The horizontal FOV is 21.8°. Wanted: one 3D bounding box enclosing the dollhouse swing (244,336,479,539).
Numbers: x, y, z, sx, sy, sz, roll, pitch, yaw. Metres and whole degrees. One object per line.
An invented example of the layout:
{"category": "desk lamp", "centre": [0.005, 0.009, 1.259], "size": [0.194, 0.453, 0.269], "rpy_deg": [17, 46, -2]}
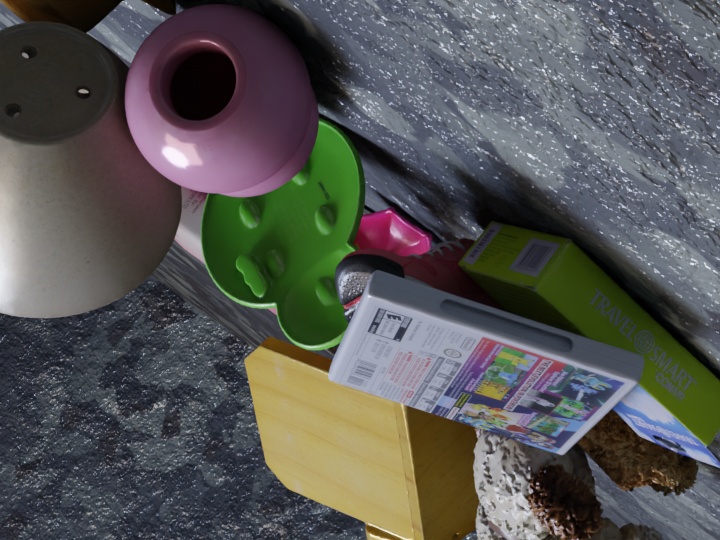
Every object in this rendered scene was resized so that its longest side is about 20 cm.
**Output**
{"category": "dollhouse swing", "centre": [0.029, 0.118, 1.631], "size": [0.176, 0.182, 0.200], "rpy_deg": [32, 144, 42]}

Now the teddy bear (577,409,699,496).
{"category": "teddy bear", "centre": [0.218, 0.136, 1.547], "size": [0.145, 0.067, 0.200], "rpy_deg": [44, -178, 22]}

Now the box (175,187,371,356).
{"category": "box", "centre": [-0.075, -0.032, 1.668], "size": [0.200, 0.109, 0.128], "rpy_deg": [34, 171, 24]}

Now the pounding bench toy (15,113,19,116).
{"category": "pounding bench toy", "centre": [-0.250, -0.129, 1.889], "size": [0.124, 0.200, 0.156], "rpy_deg": [31, 139, 23]}

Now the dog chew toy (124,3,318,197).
{"category": "dog chew toy", "centre": [-0.084, -0.106, 1.281], "size": [0.124, 0.125, 0.200], "rpy_deg": [36, 180, 13]}

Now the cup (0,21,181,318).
{"category": "cup", "centre": [-0.219, -0.089, 1.294], "size": [0.200, 0.200, 0.143], "rpy_deg": [36, 150, 13]}

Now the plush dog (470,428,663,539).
{"category": "plush dog", "centre": [0.140, 0.190, 1.523], "size": [0.200, 0.160, 0.172], "rpy_deg": [50, 162, 50]}

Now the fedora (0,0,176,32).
{"category": "fedora", "centre": [-0.224, -0.223, 1.326], "size": [0.200, 0.082, 0.201], "rpy_deg": [37, 172, 6]}

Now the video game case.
{"category": "video game case", "centre": [0.078, 0.066, 1.260], "size": [0.182, 0.023, 0.200], "rpy_deg": [18, 159, -2]}

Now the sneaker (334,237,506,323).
{"category": "sneaker", "centre": [0.055, 0.012, 1.328], "size": [0.074, 0.087, 0.200], "rpy_deg": [-24, 145, 39]}

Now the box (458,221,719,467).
{"category": "box", "centre": [0.169, 0.050, 1.279], "size": [0.200, 0.048, 0.122], "rpy_deg": [42, 171, -22]}

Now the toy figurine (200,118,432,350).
{"category": "toy figurine", "centre": [0.000, 0.000, 1.440], "size": [0.184, 0.150, 0.200], "rpy_deg": [28, -154, -50]}
